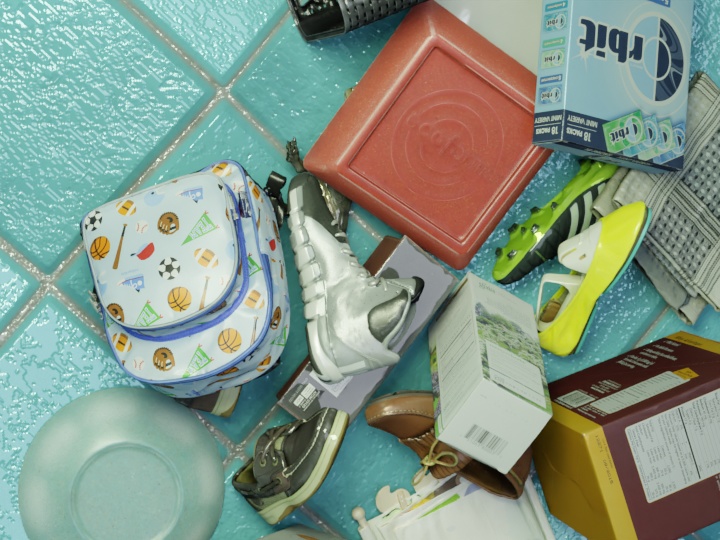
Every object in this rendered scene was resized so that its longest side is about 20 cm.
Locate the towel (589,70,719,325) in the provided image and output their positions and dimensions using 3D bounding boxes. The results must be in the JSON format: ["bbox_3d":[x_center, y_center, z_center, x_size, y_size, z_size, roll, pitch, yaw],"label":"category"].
[{"bbox_3d":[0.346,-0.070,1.611,0.193,0.034,0.200,46,75,-26],"label":"towel"}]

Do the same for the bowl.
[{"bbox_3d":[0.137,-0.228,1.551,0.199,0.075,0.201,17,91,-14],"label":"bowl"}]

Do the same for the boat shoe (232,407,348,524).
[{"bbox_3d":[-0.070,0.179,1.474,0.065,0.200,0.073,29,51,-7],"label":"boat shoe"}]

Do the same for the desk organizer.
[{"bbox_3d":[0.000,0.064,1.540,0.072,0.077,0.200,39,85,-14],"label":"desk organizer"}]

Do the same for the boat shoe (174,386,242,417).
[{"bbox_3d":[-0.133,0.039,1.506,0.064,0.073,0.201,10,92,-19],"label":"boat shoe"}]

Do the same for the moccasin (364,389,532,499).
[{"bbox_3d":[0.085,0.173,1.541,0.201,0.073,0.078,31,53,-38],"label":"moccasin"}]

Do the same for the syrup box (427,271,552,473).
[{"bbox_3d":[0.120,0.093,1.507,0.079,0.200,0.082,28,114,-15],"label":"syrup box"}]

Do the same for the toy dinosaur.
[{"bbox_3d":[-0.037,-0.084,1.536,0.088,0.047,0.201,8,96,-22],"label":"toy dinosaur"}]

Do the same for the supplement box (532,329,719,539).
[{"bbox_3d":[0.289,0.166,1.562,0.199,0.197,0.133,-21,100,-11],"label":"supplement box"}]

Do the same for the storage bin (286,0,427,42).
[{"bbox_3d":[-0.016,-0.291,1.440,0.093,0.200,0.136,-23,100,-12],"label":"storage bin"}]

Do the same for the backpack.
[{"bbox_3d":[-0.151,0.012,1.412,0.199,0.154,0.191,-20,78,12],"label":"backpack"}]

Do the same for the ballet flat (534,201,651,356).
[{"bbox_3d":[0.217,0.006,1.559,0.067,0.067,0.201,20,129,-5],"label":"ballet flat"}]

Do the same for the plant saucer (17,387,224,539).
[{"bbox_3d":[-0.226,0.214,1.516,0.200,0.039,0.202,-1,95,-14],"label":"plant saucer"}]

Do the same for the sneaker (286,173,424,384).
[{"bbox_3d":[0.000,0.000,1.473,0.115,0.075,0.201,-11,80,7],"label":"sneaker"}]

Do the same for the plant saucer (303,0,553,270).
[{"bbox_3d":[0.081,-0.121,1.496,0.199,0.037,0.200,33,102,-19],"label":"plant saucer"}]

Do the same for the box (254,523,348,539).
[{"bbox_3d":[-0.033,0.317,1.468,0.152,0.200,0.107,14,92,17],"label":"box"}]

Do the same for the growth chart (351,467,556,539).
[{"bbox_3d":[0.099,0.263,1.615,0.199,0.018,0.145,-20,99,-12],"label":"growth chart"}]

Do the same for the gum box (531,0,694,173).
[{"bbox_3d":[0.243,-0.205,1.507,0.169,0.044,0.201,9,83,-38],"label":"gum box"}]

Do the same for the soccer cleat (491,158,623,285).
[{"bbox_3d":[0.217,-0.047,1.594,0.200,0.067,0.081,-45,107,-9],"label":"soccer cleat"}]
